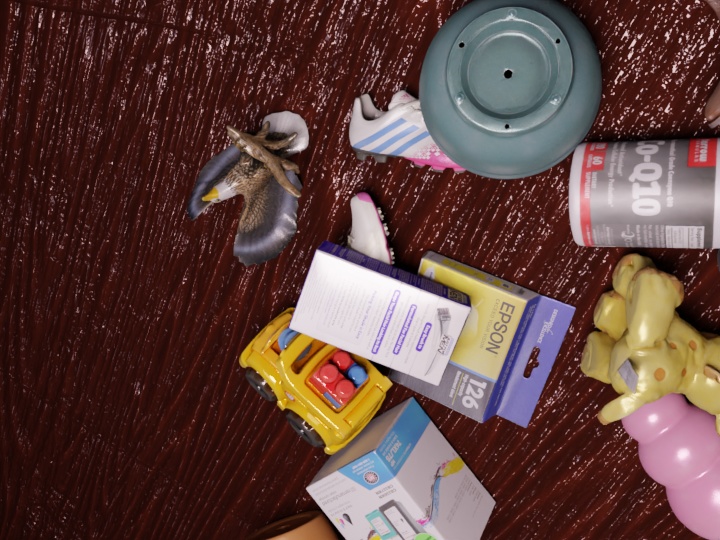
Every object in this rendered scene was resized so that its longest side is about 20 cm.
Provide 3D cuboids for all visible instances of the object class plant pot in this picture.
[{"bbox_3d":[0.153,-0.195,0.763,0.200,0.134,0.201,1,96,11],"label":"plant pot"},{"bbox_3d":[-0.102,0.474,1.179,0.200,0.200,0.140,-22,83,31],"label":"plant pot"}]

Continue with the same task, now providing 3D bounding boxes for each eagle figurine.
[{"bbox_3d":[-0.155,-0.116,1.007,0.200,0.151,0.152,122,146,-60],"label":"eagle figurine"}]

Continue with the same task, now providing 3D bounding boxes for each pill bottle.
[{"bbox_3d":[0.328,-0.080,0.773,0.200,0.114,0.114,2,111,25],"label":"pill bottle"}]

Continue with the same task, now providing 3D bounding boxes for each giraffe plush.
[{"bbox_3d":[0.352,0.092,0.805,0.162,0.200,0.173,14,123,0],"label":"giraffe plush"}]

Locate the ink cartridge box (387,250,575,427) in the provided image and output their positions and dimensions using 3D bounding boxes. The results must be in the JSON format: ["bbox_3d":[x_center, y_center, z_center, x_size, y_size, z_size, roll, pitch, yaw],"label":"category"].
[{"bbox_3d":[0.151,0.099,0.976,0.200,0.047,0.198,23,118,19],"label":"ink cartridge box"}]

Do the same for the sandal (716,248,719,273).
[{"bbox_3d":[0.455,0.047,0.803,0.075,0.045,0.200,-27,97,33],"label":"sandal"}]

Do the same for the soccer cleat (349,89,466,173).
[{"bbox_3d":[0.076,-0.169,0.886,0.200,0.070,0.086,10,115,23],"label":"soccer cleat"}]

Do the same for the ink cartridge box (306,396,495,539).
[{"bbox_3d":[0.061,0.319,1.049,0.147,0.146,0.200,-37,92,33],"label":"ink cartridge box"}]

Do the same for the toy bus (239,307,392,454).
[{"bbox_3d":[-0.058,0.133,0.990,0.200,0.136,0.192,43,161,7],"label":"toy bus"}]

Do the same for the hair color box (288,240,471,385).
[{"bbox_3d":[0.025,0.051,0.920,0.200,0.065,0.109,22,105,3],"label":"hair color box"}]

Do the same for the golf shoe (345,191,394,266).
[{"bbox_3d":[0.000,0.000,0.971,0.091,0.075,0.200,-11,100,-5],"label":"golf shoe"}]

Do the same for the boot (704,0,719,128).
[{"bbox_3d":[0.324,-0.266,0.727,0.200,0.064,0.187,32,108,7],"label":"boot"}]

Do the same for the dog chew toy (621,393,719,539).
[{"bbox_3d":[0.387,0.214,0.867,0.200,0.124,0.125,50,123,10],"label":"dog chew toy"}]
